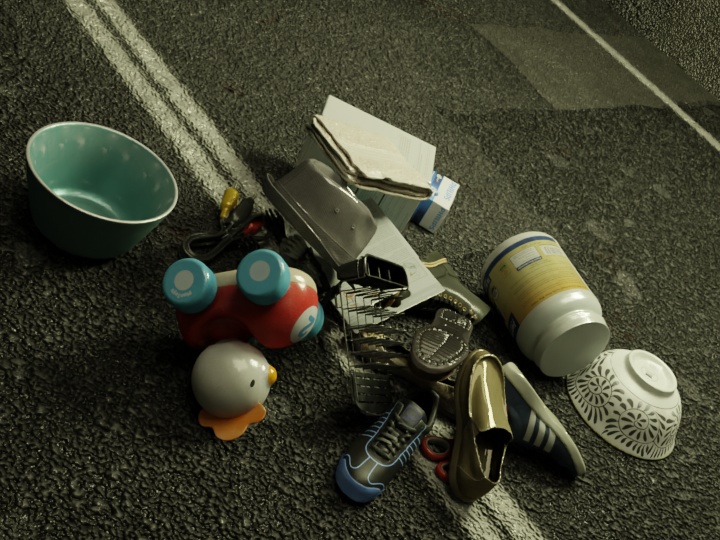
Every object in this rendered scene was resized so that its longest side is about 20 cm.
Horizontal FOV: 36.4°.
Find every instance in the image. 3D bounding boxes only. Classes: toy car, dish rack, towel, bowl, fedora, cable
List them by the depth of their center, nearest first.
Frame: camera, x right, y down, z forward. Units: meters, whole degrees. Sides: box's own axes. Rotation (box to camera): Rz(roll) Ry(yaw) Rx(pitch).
[{"bbox_3d":[-0.136,0.104,1.310,0.175,0.184,0.202,-6,70,12],"label":"toy car"},{"bbox_3d":[0.022,0.088,1.431,0.153,0.054,0.202,16,66,-65],"label":"dish rack"},{"bbox_3d":[-0.349,-0.091,1.432,0.199,0.105,0.202,21,33,-15],"label":"bowl"},{"bbox_3d":[-0.042,-0.077,1.484,0.200,0.090,0.177,46,4,-27],"label":"fedora"},{"bbox_3d":[-0.191,-0.049,1.587,0.097,0.050,0.200,45,44,-9],"label":"cable"},{"bbox_3d":[0.014,-0.164,1.598,0.199,0.035,0.133,6,41,-53],"label":"towel"},{"bbox_3d":[0.431,0.188,1.710,0.199,0.095,0.202,22,34,-16],"label":"bowl"}]

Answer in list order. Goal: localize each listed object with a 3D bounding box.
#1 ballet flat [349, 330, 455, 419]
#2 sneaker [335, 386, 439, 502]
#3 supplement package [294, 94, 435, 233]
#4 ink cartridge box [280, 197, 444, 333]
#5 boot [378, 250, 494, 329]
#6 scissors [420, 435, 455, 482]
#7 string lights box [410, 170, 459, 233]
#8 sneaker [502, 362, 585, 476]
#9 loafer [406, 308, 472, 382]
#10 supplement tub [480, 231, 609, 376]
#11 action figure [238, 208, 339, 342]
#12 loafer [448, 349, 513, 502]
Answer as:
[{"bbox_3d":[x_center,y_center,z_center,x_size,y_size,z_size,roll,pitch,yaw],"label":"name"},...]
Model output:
[{"bbox_3d":[0.073,0.134,1.532,0.199,0.047,0.067,36,32,7],"label":"ballet flat"},{"bbox_3d":[0.037,0.210,1.371,0.070,0.078,0.200,36,32,8],"label":"sneaker"},{"bbox_3d":[0.005,-0.168,1.765,0.199,0.120,0.122,26,35,-9],"label":"supplement package"},{"bbox_3d":[0.000,0.000,1.597,0.162,0.057,0.201,-24,63,-24],"label":"ink cartridge box"},{"bbox_3d":[0.122,0.050,1.665,0.138,0.078,0.200,43,35,9],"label":"boot"},{"bbox_3d":[0.153,0.235,1.497,0.073,0.014,0.199,45,34,23],"label":"scissors"},{"bbox_3d":[0.066,-0.157,1.903,0.199,0.059,0.103,31,33,-1],"label":"string lights box"},{"bbox_3d":[0.233,0.223,1.528,0.200,0.084,0.075,51,4,-14],"label":"sneaker"},{"bbox_3d":[0.107,0.114,1.472,0.073,0.071,0.200,26,20,11],"label":"loafer"},{"bbox_3d":[0.290,0.053,1.727,0.143,0.145,0.201,6,40,-34],"label":"supplement tub"},{"bbox_3d":[-0.104,0.008,1.495,0.102,0.119,0.200,40,10,-48],"label":"action figure"},{"bbox_3d":[0.164,0.199,1.422,0.076,0.067,0.202,20,66,-36],"label":"loafer"}]
